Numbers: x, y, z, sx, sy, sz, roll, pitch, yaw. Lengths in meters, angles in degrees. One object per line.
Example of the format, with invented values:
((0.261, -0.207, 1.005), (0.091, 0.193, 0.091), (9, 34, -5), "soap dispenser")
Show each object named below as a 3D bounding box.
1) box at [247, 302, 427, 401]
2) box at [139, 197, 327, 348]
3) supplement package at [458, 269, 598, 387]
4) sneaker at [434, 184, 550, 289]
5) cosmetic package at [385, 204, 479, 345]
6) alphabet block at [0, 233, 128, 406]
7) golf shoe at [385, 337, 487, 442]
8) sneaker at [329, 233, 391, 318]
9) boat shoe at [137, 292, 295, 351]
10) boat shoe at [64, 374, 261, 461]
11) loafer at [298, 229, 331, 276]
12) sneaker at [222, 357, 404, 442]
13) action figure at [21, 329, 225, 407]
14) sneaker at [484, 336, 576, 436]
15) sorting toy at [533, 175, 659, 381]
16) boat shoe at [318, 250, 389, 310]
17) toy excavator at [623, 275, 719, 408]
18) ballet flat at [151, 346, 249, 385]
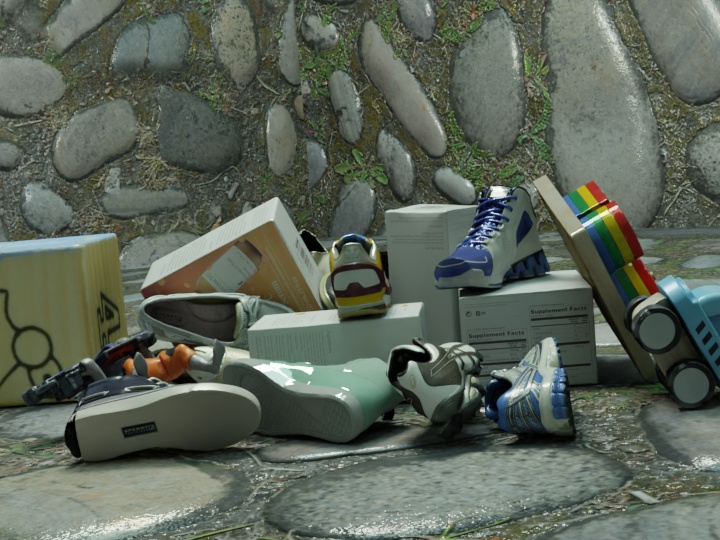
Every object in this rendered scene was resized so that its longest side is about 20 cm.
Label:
((-0.021, 0.099, 1.516), (0.197, 0.099, 0.124), (-5, 5, 6), "box")
((-0.160, 0.026, 1.697), (0.198, 0.153, 0.107), (-28, 17, 9), "box")
((0.197, 0.068, 1.561), (0.154, 0.112, 0.200), (-5, 6, 5), "supplement package")
((0.153, -0.042, 1.552), (0.080, 0.117, 0.198), (-4, 6, 38), "sneaker")
((0.101, 0.017, 1.714), (0.112, 0.203, 0.081), (4, 11, 43), "cosmetic package")
((-0.425, 0.063, 1.739), (0.193, 0.203, 0.196), (-4, 6, 6), "alphabet block")
((0.072, 0.097, 1.313), (0.094, 0.078, 0.200), (38, 6, -7), "golf shoe")
((0.000, 0.000, 1.527), (0.074, 0.091, 0.200), (-6, 5, -3), "sneaker")
((-0.174, 0.062, 1.603), (0.199, 0.075, 0.065), (9, -10, -8), "boat shoe")
((-0.199, 0.136, 1.331), (0.197, 0.076, 0.093), (-6, 25, 1), "boat shoe")
((-0.056, 0.007, 1.810), (0.075, 0.070, 0.200), (7, 26, -38), "loafer")
((-0.046, 0.126, 1.371), (0.199, 0.075, 0.118), (12, 21, 37), "sneaker")
((-0.269, 0.135, 1.456), (0.199, 0.106, 0.193), (-27, 3, -43), "action figure")
((0.163, 0.116, 1.301), (0.084, 0.078, 0.200), (-9, 5, 6), "sneaker")
((0.291, -0.007, 1.498), (0.069, 0.201, 0.199), (-28, 21, 6), "sorting toy")
((0.002, 0.011, 1.725), (0.065, 0.073, 0.200), (-38, 5, 23), "boat shoe")
((0.396, 0.070, 1.328), (0.199, 0.196, 0.100), (-33, 1, 8), "toy excavator")
((-0.201, 0.122, 1.592), (0.062, 0.068, 0.199), (34, -28, -33), "ballet flat")
